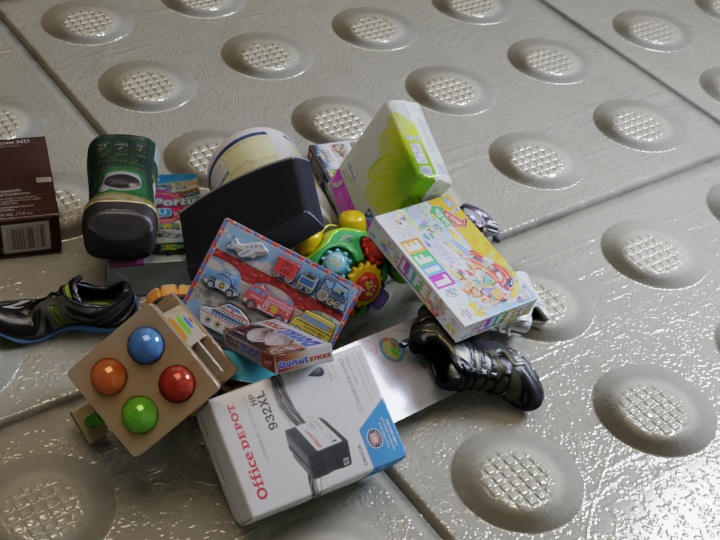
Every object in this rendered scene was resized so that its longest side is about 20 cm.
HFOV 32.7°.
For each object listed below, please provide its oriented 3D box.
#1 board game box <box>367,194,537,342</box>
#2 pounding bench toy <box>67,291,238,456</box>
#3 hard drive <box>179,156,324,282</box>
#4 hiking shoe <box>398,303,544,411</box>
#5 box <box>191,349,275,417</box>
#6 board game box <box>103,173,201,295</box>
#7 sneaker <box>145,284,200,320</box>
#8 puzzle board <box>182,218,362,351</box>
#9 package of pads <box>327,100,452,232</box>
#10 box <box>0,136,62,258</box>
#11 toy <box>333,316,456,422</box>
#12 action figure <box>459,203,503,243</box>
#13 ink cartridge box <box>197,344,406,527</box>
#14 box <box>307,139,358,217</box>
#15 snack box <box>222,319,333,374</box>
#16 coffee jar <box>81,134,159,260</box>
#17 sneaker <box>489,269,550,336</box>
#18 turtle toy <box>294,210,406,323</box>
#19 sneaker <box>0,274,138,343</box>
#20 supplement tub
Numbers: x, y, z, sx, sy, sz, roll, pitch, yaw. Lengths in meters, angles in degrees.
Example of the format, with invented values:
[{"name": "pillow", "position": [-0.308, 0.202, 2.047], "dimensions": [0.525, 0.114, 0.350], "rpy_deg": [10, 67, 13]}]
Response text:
[{"name": "board game box", "position": [0.120, -0.006, 1.610], "dimensions": [0.134, 0.034, 0.200], "rpy_deg": [-19, 58, -36]}, {"name": "pounding bench toy", "position": [-0.264, 0.141, 1.409], "dimensions": [0.124, 0.200, 0.156], "rpy_deg": [50, 5, -1]}, {"name": "hard drive", "position": [-0.151, -0.070, 1.643], "dimensions": [0.199, 0.042, 0.135], "rpy_deg": [-24, 53, 15]}, {"name": "hiking shoe", "position": [0.140, 0.132, 1.579], "dimensions": [0.200, 0.076, 0.101], "rpy_deg": [35, 50, 3]}, {"name": "box", "position": [-0.199, 0.139, 1.527], "dimensions": [0.199, 0.083, 0.049], "rpy_deg": [10, 41, 3]}, {"name": "board game box", "position": [-0.296, -0.054, 1.757], "dimensions": [0.147, 0.064, 0.200], "rpy_deg": [-3, 41, -14]}, {"name": "sneaker", "position": [-0.184, 0.066, 1.631], "dimensions": [0.199, 0.078, 0.077], "rpy_deg": [-2, 54, -6]}, {"name": "puzzle board", "position": [-0.119, 0.044, 1.581], "dimensions": [0.199, 0.151, 0.017], "rpy_deg": [27, 0, -1]}, {"name": "package of pads", "position": [0.038, -0.125, 1.744], "dimensions": [0.068, 0.200, 0.155], "rpy_deg": [3, 52, -34]}, {"name": "box", "position": [-0.494, -0.109, 1.784], "dimensions": [0.100, 0.075, 0.200], "rpy_deg": [-7, 40, -17]}, {"name": "toy", "position": [0.051, 0.134, 1.589], "dimensions": [0.200, 0.047, 0.115], "rpy_deg": [-21, 70, -43]}, {"name": "action figure", "position": [0.150, -0.031, 1.756], "dimensions": [0.069, 0.130, 0.200], "rpy_deg": [40, 21, -15]}, {"name": "ink cartridge box", "position": [-0.070, 0.191, 1.427], "dimensions": [0.199, 0.084, 0.146], "rpy_deg": [-18, 79, -21]}, {"name": "box", "position": [-0.001, -0.133, 1.918], "dimensions": [0.110, 0.035, 0.200], "rpy_deg": [-9, 42, -18]}, {"name": "snack box", "position": [-0.102, 0.089, 1.470], "dimensions": [0.072, 0.024, 0.200], "rpy_deg": [-11, 10, -22]}, {"name": "coffee jar", "position": [-0.329, -0.100, 1.691], "dimensions": [0.104, 0.086, 0.200], "rpy_deg": [2, 40, -10]}, {"name": "sneaker", "position": [0.188, 0.051, 1.678], "dimensions": [0.200, 0.075, 0.087], "rpy_deg": [-10, 49, -43]}, {"name": "turtle toy", "position": [0.000, 0.000, 1.663], "dimensions": [0.199, 0.146, 0.101], "rpy_deg": [-22, 32, -31]}, {"name": "sneaker", "position": [-0.392, 0.044, 1.608], "dimensions": [0.199, 0.083, 0.071], "rpy_deg": [-5, 41, -15]}, {"name": "supplement tub", "position": [-0.128, -0.098, 1.770], "dimensions": [0.144, 0.145, 0.200], "rpy_deg": [-10, 43, -20]}]
